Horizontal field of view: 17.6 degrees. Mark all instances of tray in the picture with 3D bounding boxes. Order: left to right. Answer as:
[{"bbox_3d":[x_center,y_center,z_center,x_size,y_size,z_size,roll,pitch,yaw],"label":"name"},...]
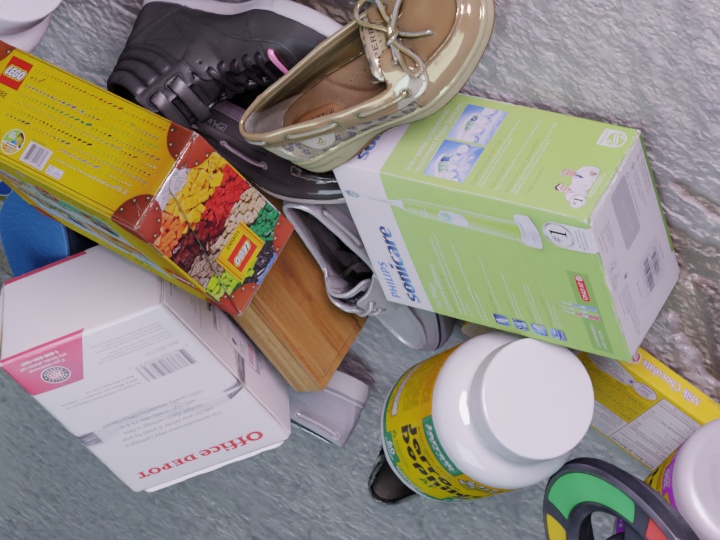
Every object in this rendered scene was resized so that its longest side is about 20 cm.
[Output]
[{"bbox_3d":[-0.070,-0.013,1.741,0.037,0.099,0.200,-6,133,46],"label":"tray"}]

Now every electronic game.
[{"bbox_3d":[0.195,0.222,1.635,0.200,0.041,0.201,46,151,34],"label":"electronic game"}]

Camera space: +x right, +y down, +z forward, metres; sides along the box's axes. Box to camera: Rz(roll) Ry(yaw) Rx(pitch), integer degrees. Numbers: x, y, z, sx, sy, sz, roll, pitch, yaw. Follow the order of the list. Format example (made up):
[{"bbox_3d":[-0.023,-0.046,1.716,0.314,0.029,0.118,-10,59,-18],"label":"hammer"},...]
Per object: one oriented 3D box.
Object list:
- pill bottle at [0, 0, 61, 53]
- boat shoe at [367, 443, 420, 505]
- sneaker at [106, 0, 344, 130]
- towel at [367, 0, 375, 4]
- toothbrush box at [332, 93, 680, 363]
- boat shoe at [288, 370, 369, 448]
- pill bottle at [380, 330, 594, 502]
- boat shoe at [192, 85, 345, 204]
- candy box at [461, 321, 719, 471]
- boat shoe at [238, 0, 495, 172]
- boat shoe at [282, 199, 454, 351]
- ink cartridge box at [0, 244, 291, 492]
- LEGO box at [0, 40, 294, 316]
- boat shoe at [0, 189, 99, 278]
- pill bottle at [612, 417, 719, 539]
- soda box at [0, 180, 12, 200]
[{"bbox_3d":[-0.289,-0.192,1.673,0.120,0.120,0.200,42,149,-15],"label":"pill bottle"},{"bbox_3d":[0.061,0.145,1.881,0.071,0.064,0.200,35,151,-4],"label":"boat shoe"},{"bbox_3d":[-0.088,-0.130,1.575,0.199,0.100,0.071,11,153,37],"label":"sneaker"},{"bbox_3d":[-0.078,-0.234,1.498,0.199,0.023,0.153,11,143,35],"label":"towel"},{"bbox_3d":[0.098,-0.034,1.557,0.199,0.086,0.146,13,145,31],"label":"toothbrush box"},{"bbox_3d":[-0.092,0.092,1.895,0.199,0.069,0.072,21,172,-22],"label":"boat shoe"},{"bbox_3d":[0.093,0.104,1.667,0.113,0.113,0.200,37,162,-8],"label":"pill bottle"},{"bbox_3d":[-0.072,-0.101,1.647,0.199,0.067,0.057,21,153,29],"label":"boat shoe"},{"bbox_3d":[0.176,0.078,1.706,0.200,0.026,0.102,36,152,-5],"label":"candy box"},{"bbox_3d":[0.005,-0.125,1.474,0.062,0.074,0.200,12,142,-41],"label":"boat shoe"},{"bbox_3d":[0.000,0.000,1.725,0.073,0.066,0.200,0,136,44],"label":"boat shoe"},{"bbox_3d":[-0.162,0.070,1.771,0.146,0.083,0.200,-20,138,18],"label":"ink cartridge box"},{"bbox_3d":[-0.166,-0.064,1.591,0.199,0.077,0.149,26,170,33],"label":"LEGO box"},{"bbox_3d":[-0.234,-0.021,1.799,0.084,0.069,0.200,35,151,14],"label":"boat shoe"},{"bbox_3d":[0.244,0.185,1.676,0.104,0.105,0.200,32,152,1],"label":"pill bottle"},{"bbox_3d":[-0.255,-0.095,1.838,0.199,0.064,0.068,9,144,36],"label":"soda box"}]
